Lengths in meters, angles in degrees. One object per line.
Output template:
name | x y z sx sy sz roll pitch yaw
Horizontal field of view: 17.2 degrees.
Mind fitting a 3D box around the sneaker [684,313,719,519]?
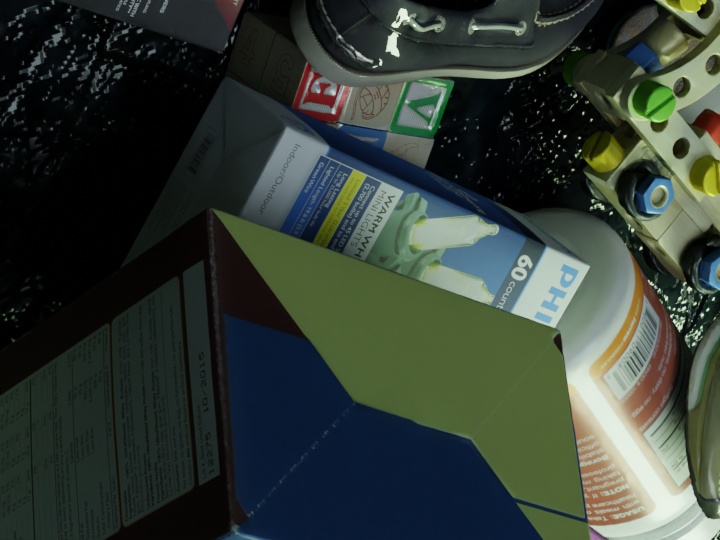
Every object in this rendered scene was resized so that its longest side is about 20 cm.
sneaker | 0.231 0.043 1.209 0.201 0.088 0.077 -58 139 -23

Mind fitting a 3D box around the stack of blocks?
stack of blocks | -0.025 -0.011 1.121 0.114 0.059 0.202 5 112 -39

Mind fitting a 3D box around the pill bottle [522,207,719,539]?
pill bottle | 0.124 0.068 1.244 0.112 0.112 0.200 -44 133 -8

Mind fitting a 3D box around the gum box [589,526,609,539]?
gum box | 0.057 0.132 1.149 0.113 0.200 0.066 35 85 -21

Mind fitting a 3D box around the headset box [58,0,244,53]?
headset box | -0.104 -0.185 0.950 0.199 0.077 0.150 13 107 -42

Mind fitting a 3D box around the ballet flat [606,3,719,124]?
ballet flat | 0.196 -0.064 1.252 0.068 0.067 0.200 -49 133 -8

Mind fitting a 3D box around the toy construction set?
toy construction set | 0.179 -0.066 1.167 0.200 0.092 0.131 43 83 -20

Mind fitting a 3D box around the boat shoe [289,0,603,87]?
boat shoe | 0.057 -0.130 1.080 0.199 0.073 0.063 -18 167 -43

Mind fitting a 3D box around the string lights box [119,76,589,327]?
string lights box | 0.000 0.000 1.064 0.199 0.059 0.103 22 102 -41

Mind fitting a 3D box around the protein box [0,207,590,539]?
protein box | -0.044 0.099 0.980 0.198 0.136 0.199 19 143 -38
